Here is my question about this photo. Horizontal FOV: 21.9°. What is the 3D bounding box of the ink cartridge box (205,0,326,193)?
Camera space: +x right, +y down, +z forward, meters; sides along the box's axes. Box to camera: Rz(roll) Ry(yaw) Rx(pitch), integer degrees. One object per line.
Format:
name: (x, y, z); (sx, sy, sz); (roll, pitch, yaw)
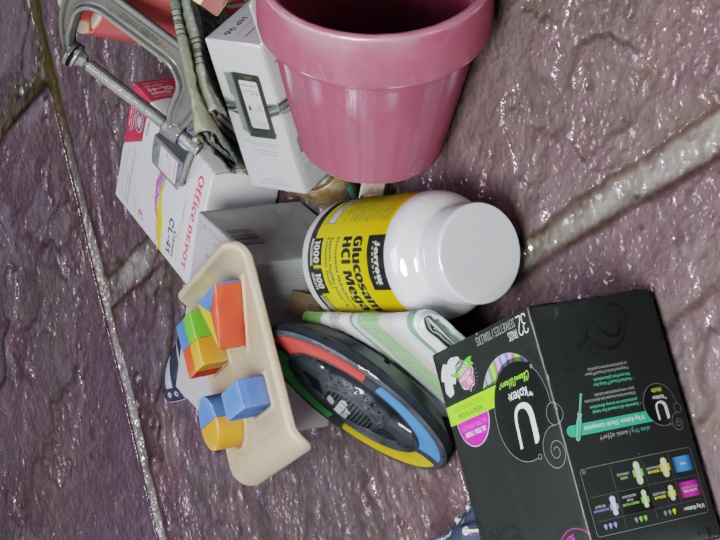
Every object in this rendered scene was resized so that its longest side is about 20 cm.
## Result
ink cartridge box: (-0.067, -0.185, 1.676); (0.068, 0.116, 0.200); (12, 133, 33)

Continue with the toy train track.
toy train track: (0.000, 0.000, 1.749); (0.115, 0.033, 0.200); (14, 102, 15)

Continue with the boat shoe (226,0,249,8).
boat shoe: (-0.087, -0.249, 1.811); (0.086, 0.075, 0.202); (3, 105, 41)

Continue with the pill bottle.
pill bottle: (0.044, -0.012, 1.610); (0.200, 0.112, 0.113); (-3, 93, 57)

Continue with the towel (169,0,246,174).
towel: (-0.137, -0.198, 1.728); (0.193, 0.035, 0.200); (53, -154, -80)

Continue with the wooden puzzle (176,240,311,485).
wooden puzzle: (-0.120, 0.092, 1.707); (0.185, 0.046, 0.200); (-41, 66, 63)

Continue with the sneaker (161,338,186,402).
sneaker: (-0.155, 0.138, 1.995); (0.109, 0.070, 0.200); (-57, 42, 40)

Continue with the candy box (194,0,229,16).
candy box: (-0.087, -0.314, 1.605); (0.055, 0.200, 0.115); (34, 126, -5)

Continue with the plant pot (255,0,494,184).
plant pot: (0.011, -0.181, 1.581); (0.200, 0.200, 0.179); (52, 152, 40)

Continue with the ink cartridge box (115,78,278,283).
ink cartridge box: (-0.176, -0.094, 1.977); (0.200, 0.086, 0.148); (48, 134, 45)

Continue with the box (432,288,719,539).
box: (0.163, 0.134, 1.437); (0.149, 0.124, 0.200); (-32, 69, 57)

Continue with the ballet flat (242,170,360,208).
ballet flat: (-0.064, -0.101, 1.814); (0.068, 0.072, 0.200); (-53, 39, -11)

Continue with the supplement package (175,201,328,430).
supplement package: (-0.095, 0.050, 1.838); (0.121, 0.120, 0.200); (39, 128, 47)

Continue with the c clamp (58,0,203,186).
c clamp: (-0.226, -0.188, 1.833); (0.200, 0.027, 0.171); (41, 142, 1)

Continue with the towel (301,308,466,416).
towel: (0.049, 0.077, 1.623); (0.031, 0.149, 0.200); (-56, 25, -18)

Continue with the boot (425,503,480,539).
boot: (0.115, 0.214, 1.594); (0.200, 0.073, 0.090); (-13, 78, 50)

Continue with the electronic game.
electronic game: (-0.003, 0.114, 1.678); (0.200, 0.042, 0.200); (32, 161, 13)

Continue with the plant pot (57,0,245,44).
plant pot: (-0.206, -0.313, 1.898); (0.200, 0.177, 0.201); (17, 111, 55)
